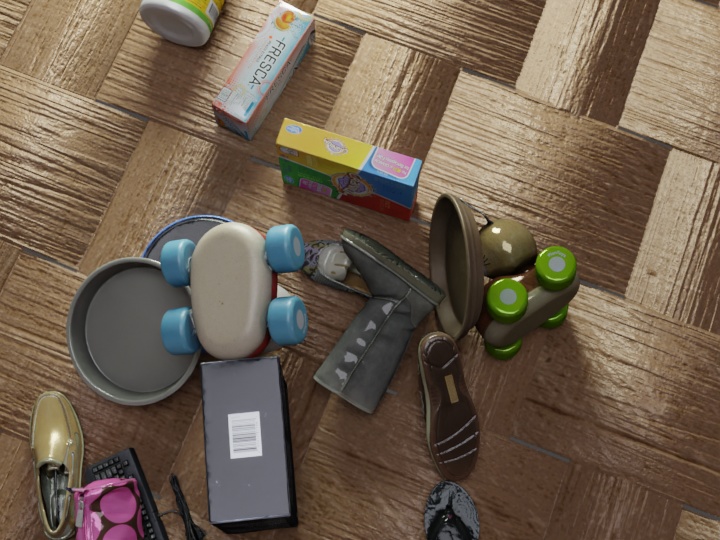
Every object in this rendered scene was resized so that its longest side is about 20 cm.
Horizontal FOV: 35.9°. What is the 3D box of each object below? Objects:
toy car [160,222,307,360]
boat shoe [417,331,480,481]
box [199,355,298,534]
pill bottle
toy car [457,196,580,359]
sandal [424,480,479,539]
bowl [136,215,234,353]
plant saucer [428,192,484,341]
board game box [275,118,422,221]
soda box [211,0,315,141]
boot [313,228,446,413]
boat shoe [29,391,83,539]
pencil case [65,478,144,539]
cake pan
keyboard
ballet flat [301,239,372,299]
[{"bbox_3d":[-0.141,0.039,1.483,0.183,0.200,0.179,-7,77,17],"label":"toy car"},{"bbox_3d":[0.117,0.181,1.517,0.074,0.075,0.204,-7,96,-10],"label":"boat shoe"},{"bbox_3d":[-0.142,0.231,1.440,0.103,0.182,0.202,-5,73,-1],"label":"box"},{"bbox_3d":[-0.247,-0.452,1.680,0.110,0.111,0.202,19,74,5],"label":"pill bottle"},{"bbox_3d":[0.189,-0.009,1.533,0.157,0.165,0.201,-32,67,-10],"label":"toy car"},{"bbox_3d":[0.120,0.379,1.467,0.075,0.048,0.202,3,74,1],"label":"sandal"},{"bbox_3d":[-0.223,0.016,1.578,0.198,0.039,0.203,0,73,0],"label":"bowl"},{"bbox_3d":[0.130,-0.005,1.505,0.029,0.200,0.202,-4,73,-10],"label":"plant saucer"},{"bbox_3d":[-0.016,-0.140,1.568,0.198,0.153,0.041,18,75,5],"label":"board game box"},{"bbox_3d":[-0.142,-0.297,1.657,0.063,0.068,0.201,29,76,8],"label":"soda box"},{"bbox_3d":[-0.001,0.069,1.514,0.181,0.073,0.201,37,103,0],"label":"boot"},{"bbox_3d":[-0.407,0.256,1.486,0.071,0.076,0.202,-13,74,-4],"label":"boat shoe"},{"bbox_3d":[-0.326,0.372,1.431,0.090,0.094,0.202,-12,80,18],"label":"pencil case"},{"bbox_3d":[-0.305,0.083,1.526,0.198,0.037,0.202,0,89,11],"label":"cake pan"},{"bbox_3d":[-0.283,0.334,1.493,0.126,0.021,0.201,-23,76,-7],"label":"keyboard"},{"bbox_3d":[0.000,0.000,1.570,0.199,0.072,0.073,22,74,6],"label":"ballet flat"}]
